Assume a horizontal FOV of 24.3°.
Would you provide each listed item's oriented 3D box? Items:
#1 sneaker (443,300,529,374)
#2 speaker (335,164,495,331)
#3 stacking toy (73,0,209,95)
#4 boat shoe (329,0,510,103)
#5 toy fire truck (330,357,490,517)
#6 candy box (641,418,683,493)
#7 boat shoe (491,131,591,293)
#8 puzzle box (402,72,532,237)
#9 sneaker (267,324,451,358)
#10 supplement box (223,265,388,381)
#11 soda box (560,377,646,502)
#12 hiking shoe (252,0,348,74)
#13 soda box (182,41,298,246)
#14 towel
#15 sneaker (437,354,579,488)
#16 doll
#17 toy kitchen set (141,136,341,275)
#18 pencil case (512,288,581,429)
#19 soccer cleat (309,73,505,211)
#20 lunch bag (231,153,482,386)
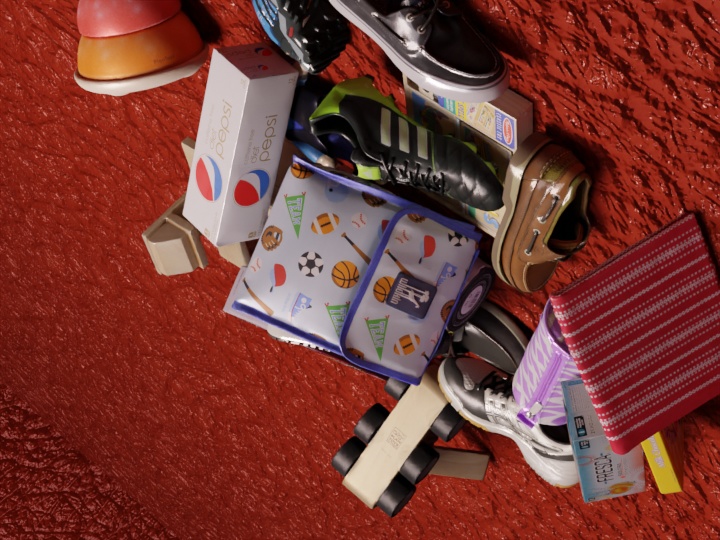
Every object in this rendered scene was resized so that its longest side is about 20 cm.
[{"bbox_3d":[0.085,0.075,1.773,0.200,0.106,0.075,33,154,28],"label":"sneaker"},{"bbox_3d":[0.037,-0.026,1.719,0.200,0.081,0.081,36,156,20],"label":"speaker"},{"bbox_3d":[-0.245,-0.294,1.737,0.146,0.146,0.200,18,126,48],"label":"stacking toy"},{"bbox_3d":[0.045,-0.218,1.405,0.200,0.070,0.066,44,160,24],"label":"boat shoe"},{"bbox_3d":[0.087,0.193,1.961,0.129,0.176,0.200,38,-161,15],"label":"toy fire truck"},{"bbox_3d":[0.262,0.103,1.534,0.026,0.102,0.200,-9,131,22],"label":"candy box"},{"bbox_3d":[0.165,-0.034,1.494,0.068,0.072,0.200,36,156,25],"label":"boat shoe"},{"bbox_3d":[0.100,-0.113,1.534,0.133,0.025,0.200,33,155,25],"label":"puzzle box"},{"bbox_3d":[-0.003,0.038,1.711,0.200,0.076,0.088,10,105,19],"label":"sneaker"},{"bbox_3d":[-0.049,0.063,1.938,0.200,0.061,0.109,26,176,-43],"label":"supplement box"},{"bbox_3d":[0.240,0.165,1.642,0.200,0.068,0.064,68,-168,-63],"label":"soda box"},{"bbox_3d":[-0.074,-0.261,1.514,0.087,0.074,0.200,32,154,27],"label":"hiking shoe"},{"bbox_3d":[-0.123,-0.127,1.697,0.068,0.064,0.200,43,132,37],"label":"soda box"},{"bbox_3d":[0.249,0.057,1.427,0.022,0.144,0.200,51,170,53],"label":"towel"},{"bbox_3d":[0.176,0.142,1.804,0.200,0.076,0.088,36,141,14],"label":"sneaker"},{"bbox_3d":[-0.041,-0.153,1.677,0.200,0.048,0.137,25,142,45],"label":"doll"},{"bbox_3d":[-0.122,-0.040,1.861,0.180,0.163,0.200,31,154,30],"label":"toy kitchen set"},{"bbox_3d":[0.197,0.086,1.629,0.084,0.085,0.200,43,157,17],"label":"pencil case"},{"bbox_3d":[0.042,-0.101,1.513,0.200,0.081,0.068,35,156,22],"label":"soccer cleat"},{"bbox_3d":[0.000,0.000,1.628,0.200,0.170,0.124,24,-176,8],"label":"lunch bag"}]
